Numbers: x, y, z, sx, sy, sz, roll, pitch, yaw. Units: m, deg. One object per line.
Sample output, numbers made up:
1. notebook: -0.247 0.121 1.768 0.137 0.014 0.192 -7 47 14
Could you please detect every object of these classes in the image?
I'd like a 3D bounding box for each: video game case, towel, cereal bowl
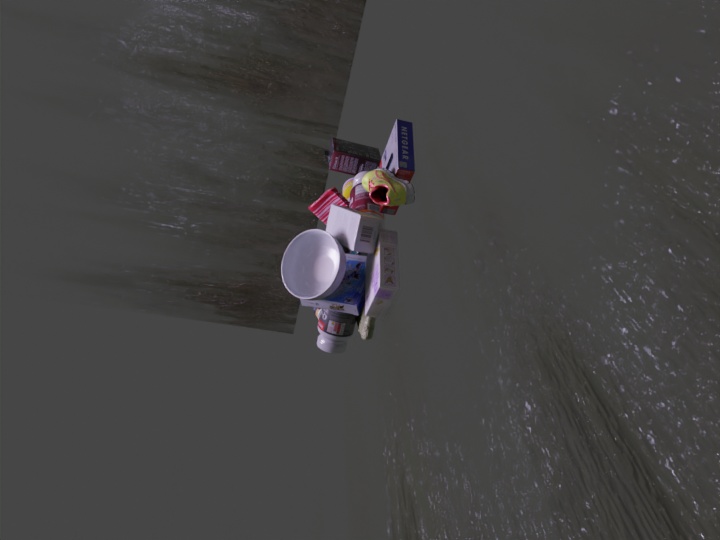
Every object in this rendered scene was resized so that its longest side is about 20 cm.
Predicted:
1. video game case: -0.058 0.031 1.564 0.046 0.180 0.201 78 -152 -43
2. towel: 0.022 0.111 1.608 0.200 0.036 0.149 -110 32 -72
3. towel: -0.070 -0.183 1.822 0.144 0.200 0.023 -31 24 41
4. cereal bowl: -0.121 -0.010 1.499 0.083 0.199 0.202 25 -110 -58

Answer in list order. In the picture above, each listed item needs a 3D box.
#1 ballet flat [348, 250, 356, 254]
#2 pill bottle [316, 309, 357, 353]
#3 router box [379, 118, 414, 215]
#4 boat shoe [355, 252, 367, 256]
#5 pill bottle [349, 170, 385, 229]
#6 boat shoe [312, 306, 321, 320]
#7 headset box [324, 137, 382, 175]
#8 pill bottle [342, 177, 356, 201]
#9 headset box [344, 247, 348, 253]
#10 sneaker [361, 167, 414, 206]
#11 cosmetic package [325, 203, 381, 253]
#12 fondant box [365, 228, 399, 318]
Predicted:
1. ballet flat: -0.005 -0.051 1.860 0.200 0.071 0.072 -98 21 -64
2. pill bottle: -0.069 0.147 1.641 0.116 0.115 0.201 -111 34 -70
3. router box: 0.100 -0.292 1.507 0.180 0.048 0.201 113 163 -52
4. boat shoe: 0.000 0.000 1.711 0.060 0.075 0.202 136 143 -78
5. pill bottle: 0.021 -0.210 1.677 0.114 0.113 0.201 113 163 -52
6. boat shoe: -0.073 0.100 1.748 0.062 0.199 0.075 29 136 41
7. headset box: -0.031 -0.400 1.890 0.149 0.199 0.078 -100 23 -58
8. pill bottle: -0.011 -0.244 1.906 0.201 0.103 0.105 -94 17 -52
9. headset box: -0.082 -0.016 1.894 0.200 0.075 0.150 53 -148 -51
10. sneaker: 0.051 -0.215 1.391 0.200 0.090 0.079 30 134 52
11. cosmetic package: -0.024 -0.120 1.512 0.200 0.071 0.102 31 110 59
12. fondant box: 0.057 0.008 1.454 0.145 0.058 0.201 113 162 -49
